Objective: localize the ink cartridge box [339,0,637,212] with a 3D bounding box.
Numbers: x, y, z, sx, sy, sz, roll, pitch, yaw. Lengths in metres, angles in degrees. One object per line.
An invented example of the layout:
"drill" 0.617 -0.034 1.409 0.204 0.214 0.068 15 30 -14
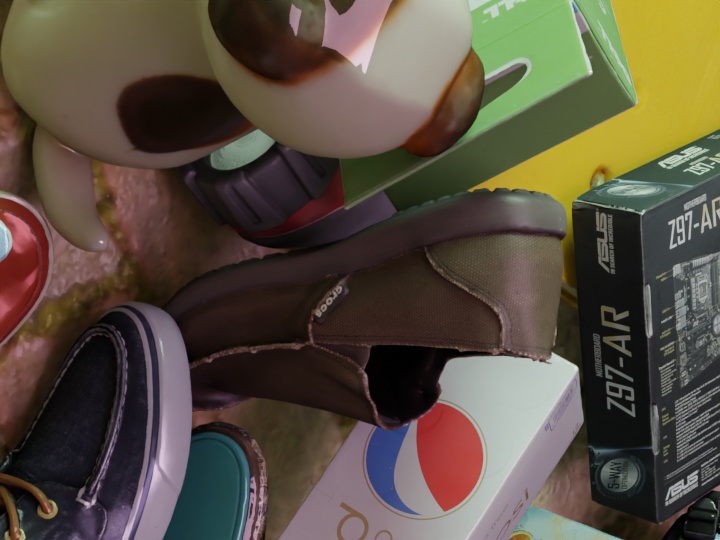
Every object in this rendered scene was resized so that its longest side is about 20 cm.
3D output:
"ink cartridge box" 0.045 -0.087 0.781 0.103 0.201 0.059 -26 124 16

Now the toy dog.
"toy dog" -0.045 -0.099 0.706 0.139 0.199 0.195 37 74 -39

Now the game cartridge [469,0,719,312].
"game cartridge" 0.124 -0.087 0.976 0.176 0.032 0.201 32 75 -41

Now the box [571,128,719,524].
"box" 0.189 0.013 1.003 0.199 0.043 0.162 -25 117 -39

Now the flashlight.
"flashlight" 0.000 0.000 0.861 0.200 0.067 0.068 52 31 -40

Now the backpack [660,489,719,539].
"backpack" 0.178 0.243 0.994 0.200 0.183 0.134 -47 144 3

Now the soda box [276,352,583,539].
"soda box" 0.011 0.113 0.810 0.201 0.068 0.064 -55 160 -16

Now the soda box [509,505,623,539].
"soda box" 0.118 0.158 0.903 0.068 0.199 0.064 34 77 -40

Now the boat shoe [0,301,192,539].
"boat shoe" -0.131 0.102 0.757 0.090 0.071 0.202 19 85 -41

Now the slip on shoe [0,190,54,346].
"slip on shoe" -0.184 0.036 0.705 0.199 0.061 0.075 -35 118 -33

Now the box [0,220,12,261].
"box" -0.220 0.019 0.641 0.121 0.032 0.200 42 65 8

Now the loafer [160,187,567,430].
"loafer" -0.006 0.027 0.765 0.073 0.199 0.072 7 69 -46

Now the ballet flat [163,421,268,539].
"ballet flat" -0.085 0.159 0.824 0.201 0.067 0.075 -66 153 -3
